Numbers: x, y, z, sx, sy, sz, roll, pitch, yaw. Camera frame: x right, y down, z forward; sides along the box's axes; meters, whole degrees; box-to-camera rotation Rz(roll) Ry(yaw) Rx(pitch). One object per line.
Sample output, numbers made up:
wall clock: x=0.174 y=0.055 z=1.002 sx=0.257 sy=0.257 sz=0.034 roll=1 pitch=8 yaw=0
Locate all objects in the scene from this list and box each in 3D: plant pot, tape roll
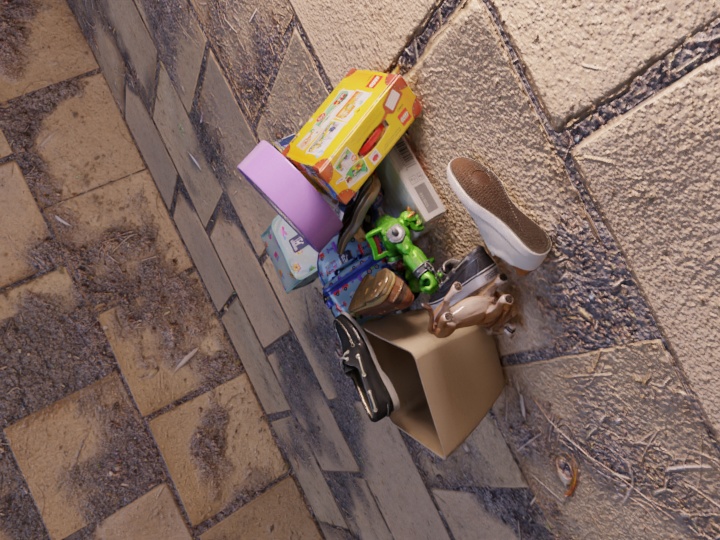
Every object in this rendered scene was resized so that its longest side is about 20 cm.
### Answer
plant pot: x=0.138 y=0.168 z=1.241 sx=0.199 sy=0.174 sz=0.205 roll=17 pitch=130 yaw=62
tape roll: x=-0.119 y=-0.124 z=1.201 sx=0.200 sy=0.066 sz=0.200 roll=46 pitch=177 yaw=3

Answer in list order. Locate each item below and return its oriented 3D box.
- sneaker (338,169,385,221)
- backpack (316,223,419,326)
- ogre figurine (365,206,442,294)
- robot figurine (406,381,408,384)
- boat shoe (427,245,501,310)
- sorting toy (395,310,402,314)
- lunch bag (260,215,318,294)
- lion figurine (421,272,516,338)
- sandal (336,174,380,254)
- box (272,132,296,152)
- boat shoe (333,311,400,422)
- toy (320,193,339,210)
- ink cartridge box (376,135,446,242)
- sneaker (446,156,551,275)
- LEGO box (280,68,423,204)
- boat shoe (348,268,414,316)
sneaker: x=0.012 y=-0.150 z=1.252 sx=0.078 sy=0.076 sz=0.201 roll=38 pitch=160 yaw=13
backpack: x=0.000 y=0.000 z=1.350 sx=0.204 sy=0.179 sz=0.134 roll=63 pitch=-162 yaw=0
ogre figurine: x=0.072 y=-0.032 z=1.167 sx=0.121 sy=0.097 sz=0.201 roll=55 pitch=-161 yaw=-16
robot figurine: x=0.081 y=0.178 z=1.429 sx=0.173 sy=0.117 sz=0.201 roll=26 pitch=-163 yaw=-34
boat shoe: x=0.159 y=0.015 z=1.179 sx=0.069 sy=0.071 sz=0.200 roll=59 pitch=154 yaw=7
sorting toy: x=0.029 y=0.024 z=1.474 sx=0.178 sy=0.107 sz=0.203 roll=31 pitch=144 yaw=22
lunch bag: x=-0.144 y=-0.059 z=1.704 sx=0.174 sy=0.120 sz=0.199 roll=64 pitch=149 yaw=5
lion figurine: x=0.163 y=0.067 z=1.079 sx=0.123 sy=0.194 sz=0.074 roll=118 pitch=142 yaw=-55
sandal: x=0.002 y=-0.087 z=1.221 sx=0.201 sy=0.053 sz=0.082 roll=125 pitch=160 yaw=-53
box: x=-0.120 y=-0.219 z=1.558 sx=0.200 sy=0.063 sz=0.071 roll=47 pitch=152 yaw=35
boat shoe: x=-0.002 y=0.169 z=1.249 sx=0.202 sy=0.059 sz=0.076 roll=57 pitch=157 yaw=20
toy: x=-0.059 y=-0.186 z=1.290 sx=0.114 sy=0.048 sz=0.201 roll=32 pitch=120 yaw=-12
ink cartridge box: x=0.076 y=-0.134 z=1.264 sx=0.165 sy=0.049 sz=0.200 roll=61 pitch=169 yaw=8
sneaker: x=0.186 y=-0.073 z=1.027 sx=0.202 sy=0.072 sz=0.085 roll=54 pitch=153 yaw=21
LEGO box: x=-0.017 y=-0.223 z=1.144 sx=0.077 sy=0.201 sz=0.148 roll=44 pitch=171 yaw=-36
boat shoe: x=0.032 y=0.049 z=1.189 sx=0.067 sy=0.073 sz=0.200 roll=29 pitch=165 yaw=-12
